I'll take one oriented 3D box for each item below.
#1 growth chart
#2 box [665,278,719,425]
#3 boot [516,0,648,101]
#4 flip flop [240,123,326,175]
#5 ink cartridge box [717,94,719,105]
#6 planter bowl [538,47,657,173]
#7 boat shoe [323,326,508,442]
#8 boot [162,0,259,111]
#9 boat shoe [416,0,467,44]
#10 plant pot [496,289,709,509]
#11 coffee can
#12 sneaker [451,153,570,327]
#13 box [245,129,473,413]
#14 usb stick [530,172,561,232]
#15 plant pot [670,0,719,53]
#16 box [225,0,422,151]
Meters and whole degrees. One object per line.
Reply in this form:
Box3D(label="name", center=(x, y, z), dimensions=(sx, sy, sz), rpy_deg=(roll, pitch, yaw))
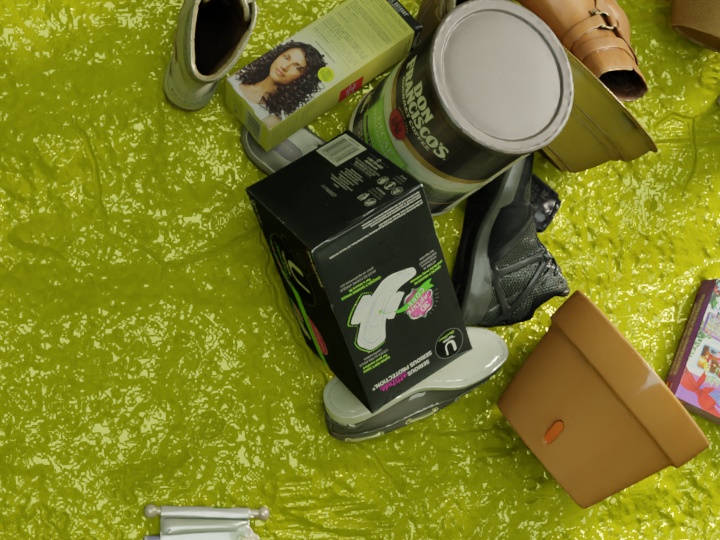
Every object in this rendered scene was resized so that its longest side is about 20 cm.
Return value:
Box3D(label="growth chart", center=(-0.171, 0.323, 1.417), dimensions=(0.143, 0.018, 0.203), rpy_deg=(9, 84, -13))
Box3D(label="box", center=(0.436, 0.112, 1.577), dimensions=(0.198, 0.039, 0.138), rpy_deg=(26, 79, -11))
Box3D(label="boot", center=(0.206, -0.251, 1.478), dimensions=(0.199, 0.076, 0.157), rpy_deg=(15, 48, -46))
Box3D(label="flip flop", center=(-0.029, -0.099, 1.463), dimensions=(0.199, 0.058, 0.082), rpy_deg=(34, 76, -7))
Box3D(label="ink cartridge box", center=(0.490, -0.210, 1.532), dimensions=(0.146, 0.200, 0.086), rpy_deg=(-44, 98, -13))
Box3D(label="planter bowl", center=(0.200, -0.159, 1.471), dimensions=(0.200, 0.200, 0.084), rpy_deg=(43, 96, -8))
Box3D(label="boat shoe", center=(0.055, 0.115, 1.469), dimensions=(0.199, 0.061, 0.072), rpy_deg=(-19, 54, -17))
Box3D(label="boot", center=(-0.131, -0.260, 1.400), dimensions=(0.071, 0.155, 0.202), rpy_deg=(19, 81, -12))
Box3D(label="boat shoe", center=(0.100, -0.266, 1.437), dimensions=(0.071, 0.200, 0.065), rpy_deg=(41, 57, -3))
Box3D(label="plant pot", center=(0.231, 0.141, 1.454), dimensions=(0.140, 0.200, 0.200), rpy_deg=(-41, 96, 3))
Box3D(label="coffee can", center=(0.090, -0.148, 1.382), dimensions=(0.144, 0.200, 0.148), rpy_deg=(6, 73, -21))
Box3D(label="sneaker", center=(0.163, -0.037, 1.486), dimensions=(0.113, 0.076, 0.202), rpy_deg=(7, 102, -18))
Box3D(label="box", center=(0.000, 0.000, 1.378), dimensions=(0.123, 0.148, 0.202), rpy_deg=(-30, 126, -15))
Box3D(label="usb stick", center=(0.122, -0.115, 1.518), dimensions=(0.199, 0.033, 0.056), rpy_deg=(37, 71, -9))
Box3D(label="plant pot", center=(0.409, -0.336, 1.546), dimensions=(0.185, 0.186, 0.202), rpy_deg=(23, 93, -11))
Box3D(label="box", center=(-0.036, -0.206, 1.456), dimensions=(0.199, 0.050, 0.075), rpy_deg=(-37, 75, -20))
